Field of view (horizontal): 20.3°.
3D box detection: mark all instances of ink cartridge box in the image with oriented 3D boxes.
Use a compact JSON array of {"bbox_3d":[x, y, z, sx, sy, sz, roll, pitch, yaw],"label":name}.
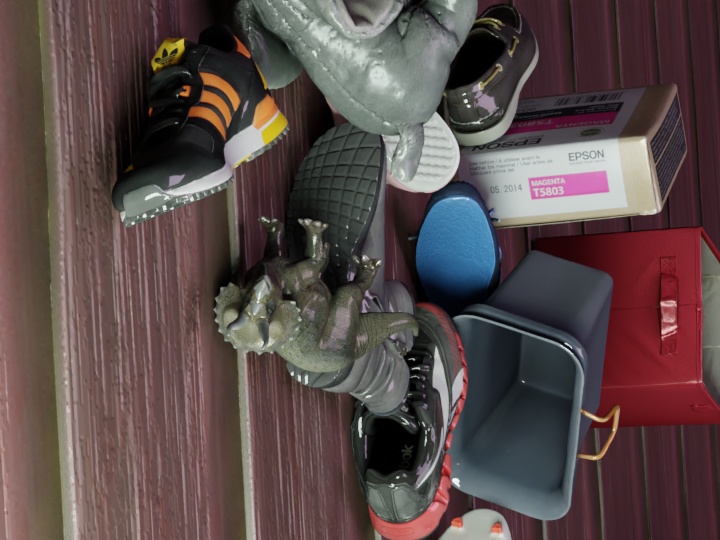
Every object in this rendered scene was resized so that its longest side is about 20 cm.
[{"bbox_3d":[0.183,-0.104,1.821,0.165,0.199,0.076,-52,134,-62],"label":"ink cartridge box"}]

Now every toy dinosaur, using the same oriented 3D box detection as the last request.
[{"bbox_3d":[-0.036,0.025,1.361,0.200,0.077,0.103,34,69,-53],"label":"toy dinosaur"}]

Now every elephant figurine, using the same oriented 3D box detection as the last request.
[{"bbox_3d":[-0.032,-0.183,1.365,0.199,0.142,0.155,22,18,-34],"label":"elephant figurine"}]

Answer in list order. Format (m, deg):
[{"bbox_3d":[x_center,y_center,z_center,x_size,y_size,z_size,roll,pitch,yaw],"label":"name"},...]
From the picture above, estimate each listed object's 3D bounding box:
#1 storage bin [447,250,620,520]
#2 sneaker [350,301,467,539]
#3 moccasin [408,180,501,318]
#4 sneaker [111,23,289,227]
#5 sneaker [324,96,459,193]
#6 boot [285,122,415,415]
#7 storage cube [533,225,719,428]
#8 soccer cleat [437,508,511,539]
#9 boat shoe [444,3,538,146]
[{"bbox_3d":[0.159,0.089,1.709,0.134,0.145,0.201,-52,152,-44],"label":"storage bin"},{"bbox_3d":[0.038,0.104,1.567,0.098,0.070,0.202,60,34,-54],"label":"sneaker"},{"bbox_3d":[0.083,-0.006,1.732,0.201,0.080,0.068,86,11,-45],"label":"moccasin"},{"bbox_3d":[-0.111,-0.093,1.224,0.090,0.070,0.200,66,24,-11],"label":"sneaker"},{"bbox_3d":[-0.006,-0.146,1.515,0.201,0.075,0.105,58,-13,-11],"label":"sneaker"},{"bbox_3d":[0.000,0.000,1.485,0.131,0.069,0.202,23,77,-62],"label":"boot"},{"bbox_3d":[0.287,0.065,2.103,0.200,0.178,0.172,40,49,-64],"label":"storage cube"},{"bbox_3d":[0.079,0.290,1.664,0.078,0.069,0.201,71,31,-46],"label":"soccer cleat"},{"bbox_3d":[0.118,-0.195,1.841,0.202,0.071,0.061,-74,148,-50],"label":"boat shoe"}]
